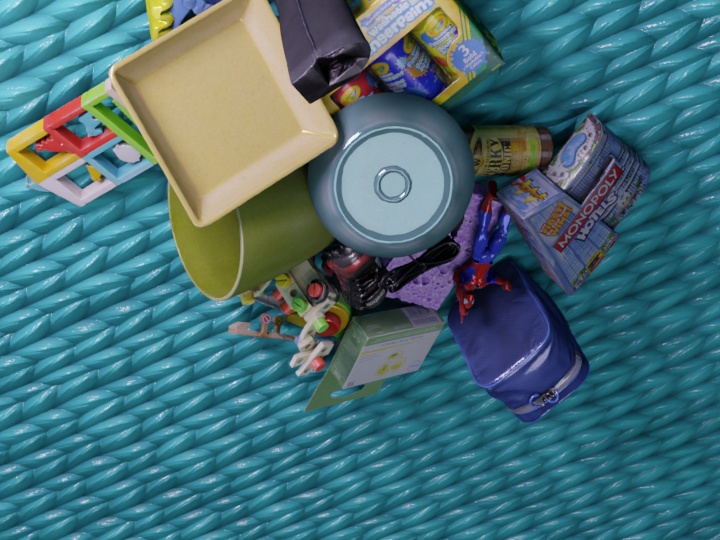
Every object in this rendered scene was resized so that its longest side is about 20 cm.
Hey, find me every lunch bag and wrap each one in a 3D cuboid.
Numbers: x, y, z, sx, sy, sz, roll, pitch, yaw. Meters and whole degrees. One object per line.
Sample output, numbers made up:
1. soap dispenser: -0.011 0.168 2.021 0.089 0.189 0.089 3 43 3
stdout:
1. lunch bag: 0.224 0.107 1.949 0.135 0.201 0.132 -39 131 16

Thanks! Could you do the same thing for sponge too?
1. sponge: 0.104 -0.037 1.908 0.110 0.030 0.201 16 127 -26

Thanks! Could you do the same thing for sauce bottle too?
1. sauce bottle: 0.142 -0.149 1.776 0.197 0.065 0.065 -4 133 -20

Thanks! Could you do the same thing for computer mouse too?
1. computer mouse: 0.085 -0.069 1.749 0.139 0.046 0.202 -28 133 -30

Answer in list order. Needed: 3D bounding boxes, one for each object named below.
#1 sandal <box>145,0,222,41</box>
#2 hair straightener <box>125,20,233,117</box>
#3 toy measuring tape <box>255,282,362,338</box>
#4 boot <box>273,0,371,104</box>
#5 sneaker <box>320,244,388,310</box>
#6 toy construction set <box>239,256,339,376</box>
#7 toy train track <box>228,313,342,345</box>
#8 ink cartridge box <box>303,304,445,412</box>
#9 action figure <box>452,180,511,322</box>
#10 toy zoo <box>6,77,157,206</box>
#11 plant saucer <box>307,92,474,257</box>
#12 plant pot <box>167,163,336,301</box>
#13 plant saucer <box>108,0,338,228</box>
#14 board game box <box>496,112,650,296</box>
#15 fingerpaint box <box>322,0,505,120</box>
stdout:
1. sandal: -0.191 -0.339 1.541 0.086 0.080 0.201 -6 141 -12
2. hair straightener: -0.212 -0.242 1.652 0.199 0.041 0.077 -35 129 25
3. toy measuring tape: -0.077 0.037 1.911 0.198 0.074 0.074 23 124 -22
4. boot: -0.025 -0.296 1.525 0.065 0.201 0.165 29 121 -33
5. sneaker: 0.000 0.000 1.807 0.071 0.200 0.098 -36 89 -6
6. toy construction set: -0.099 0.036 1.825 0.131 0.201 0.092 -42 171 14
7. toy train track: -0.089 0.081 1.958 0.198 0.033 0.114 9 175 -33
8. ink cartridge box: 0.018 0.136 1.994 0.144 0.048 0.201 -10 140 -38
9. action figure: 0.170 -0.010 1.866 0.064 0.100 0.201 3 134 -16
10. toy zoo: -0.328 -0.144 1.699 0.198 0.021 0.131 -26 138 23
11. plant saucer: 0.037 -0.104 1.652 0.197 0.036 0.203 -1 110 -2
12. plant pot: -0.105 -0.076 1.732 0.198 0.188 0.189 -13 138 -32
13. plant saucer: -0.153 -0.182 1.581 0.199 0.048 0.202 -33 103 -16
14. board game box: 0.268 -0.088 1.804 0.201 0.062 0.199 -52 141 9
15. fingerpaint box: 0.039 -0.249 1.649 0.199 0.074 0.167 -37 122 15
